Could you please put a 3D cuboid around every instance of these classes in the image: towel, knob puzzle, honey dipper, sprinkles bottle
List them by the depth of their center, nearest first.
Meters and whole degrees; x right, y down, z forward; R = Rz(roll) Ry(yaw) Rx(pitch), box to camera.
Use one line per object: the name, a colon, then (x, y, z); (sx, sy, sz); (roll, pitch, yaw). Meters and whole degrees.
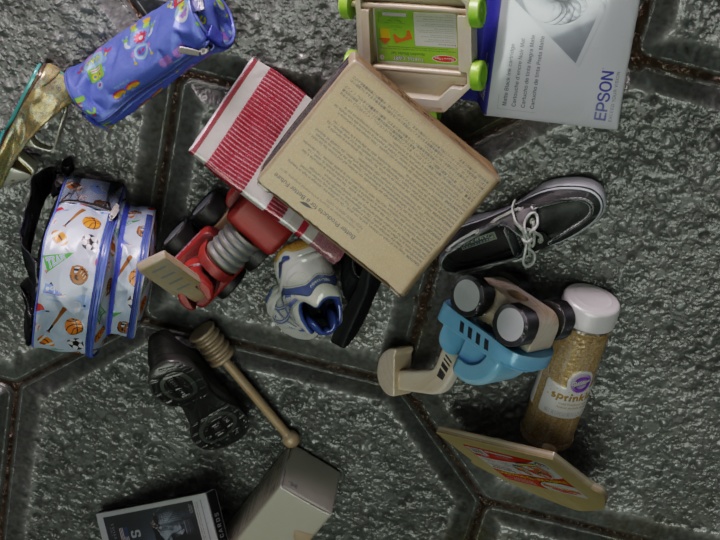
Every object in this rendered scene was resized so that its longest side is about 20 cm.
towel: (-0.073, -0.119, 1.553); (0.200, 0.144, 0.023); (37, 153, -13)
sprinkles bottle: (0.243, 0.114, 1.674); (0.068, 0.068, 0.201); (14, 120, 0)
knob puzzle: (0.214, 0.236, 1.717); (0.219, 0.031, 0.220); (22, 163, 7)
honey dipper: (-0.136, 0.146, 1.760); (0.038, 0.038, 0.200); (-28, 113, 21)

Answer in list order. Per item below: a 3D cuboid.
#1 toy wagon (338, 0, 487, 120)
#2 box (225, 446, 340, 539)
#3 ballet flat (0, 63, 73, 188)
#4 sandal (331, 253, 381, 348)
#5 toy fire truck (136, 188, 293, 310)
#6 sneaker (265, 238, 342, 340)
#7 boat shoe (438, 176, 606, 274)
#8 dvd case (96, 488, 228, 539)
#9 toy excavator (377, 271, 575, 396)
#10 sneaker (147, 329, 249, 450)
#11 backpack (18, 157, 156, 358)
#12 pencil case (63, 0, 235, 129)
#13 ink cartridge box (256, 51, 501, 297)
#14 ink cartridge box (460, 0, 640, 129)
toy wagon: (0.057, -0.223, 1.513); (0.154, 0.040, 0.201); (8, 121, 20)
box: (-0.114, 0.327, 1.825); (0.078, 0.095, 0.200); (32, 119, -10)
ballet flat: (-0.380, -0.143, 1.615); (0.071, 0.071, 0.200); (34, 116, -12)
sandal: (-0.001, 0.001, 1.644); (0.048, 0.075, 0.201); (30, 120, 11)
toy fire truck: (-0.154, -0.030, 1.561); (0.129, 0.200, 0.176); (42, 108, -16)
sneaker: (-0.060, 0.045, 1.621); (0.075, 0.088, 0.200); (-21, 155, -10)
boat shoe: (0.178, -0.044, 1.593); (0.198, 0.068, 0.074); (-14, 116, 15)
dvd case: (-0.246, 0.367, 1.837); (0.199, 0.025, 0.151); (-16, 88, 34)
toy excavator: (0.119, 0.091, 1.640); (0.194, 0.100, 0.201); (35, 113, 33)
sneaker: (-0.197, 0.143, 1.747); (0.076, 0.091, 0.200); (-25, 136, 3)
backpack: (-0.309, 0.006, 1.616); (0.153, 0.191, 0.201); (8, 119, 3)
pencil case: (-0.225, -0.226, 1.537); (0.199, 0.087, 0.078); (-29, 136, 22)
ink cartridge box: (0.018, -0.100, 1.492); (0.200, 0.075, 0.165); (39, 102, -12)
ink cartridge box: (0.185, -0.252, 1.493); (0.199, 0.041, 0.200); (7, 120, 4)
